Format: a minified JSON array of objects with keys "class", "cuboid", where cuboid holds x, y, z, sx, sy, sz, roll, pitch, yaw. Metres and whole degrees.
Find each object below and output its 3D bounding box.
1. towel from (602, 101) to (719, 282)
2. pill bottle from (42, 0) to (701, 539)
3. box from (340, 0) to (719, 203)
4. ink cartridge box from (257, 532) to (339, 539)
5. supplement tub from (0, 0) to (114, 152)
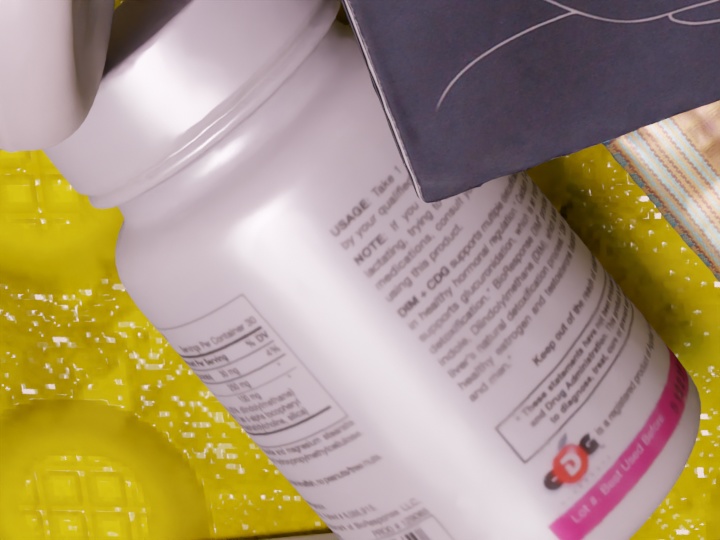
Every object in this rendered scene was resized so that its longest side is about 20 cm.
[{"class":"towel","cuboid":[0.159,-0.037,0.867,0.146,0.022,0.200,-36,105,25]},{"class":"pill bottle","cuboid":[0.000,0.000,0.868,0.113,0.114,0.200,-33,106,25]},{"class":"box","cuboid":[0.070,-0.154,0.723,0.195,0.124,0.201,-18,120,6]},{"class":"ink cartridge box","cuboid":[0.014,0.191,0.981,0.146,0.083,0.201,-8,116,16]},{"class":"supplement tub","cuboid":[-0.165,-0.110,0.763,0.199,0.145,0.146,5,118,1]}]
